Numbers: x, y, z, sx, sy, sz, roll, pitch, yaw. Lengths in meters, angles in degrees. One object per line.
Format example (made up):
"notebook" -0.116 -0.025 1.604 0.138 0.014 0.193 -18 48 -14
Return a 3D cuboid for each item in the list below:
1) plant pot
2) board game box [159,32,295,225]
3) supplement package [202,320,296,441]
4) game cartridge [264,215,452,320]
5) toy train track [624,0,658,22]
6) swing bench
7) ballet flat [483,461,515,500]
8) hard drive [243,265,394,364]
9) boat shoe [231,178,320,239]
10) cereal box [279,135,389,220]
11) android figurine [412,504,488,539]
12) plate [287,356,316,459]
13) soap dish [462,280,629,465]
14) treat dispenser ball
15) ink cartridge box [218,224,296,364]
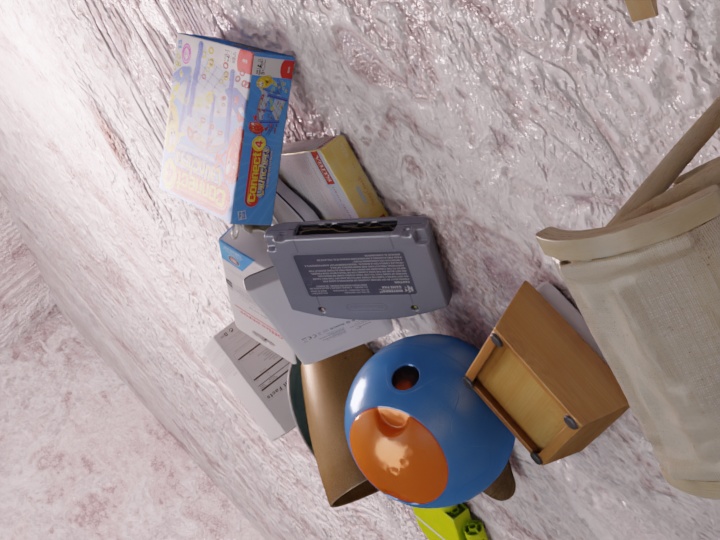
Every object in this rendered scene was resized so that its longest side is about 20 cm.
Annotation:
"plant pot" 0.000 0.202 1.765 0.200 0.186 0.186 63 164 17
"board game box" -0.163 -0.171 1.485 0.200 0.056 0.196 25 110 53
"supplement package" -0.151 0.166 2.089 0.200 0.120 0.121 53 159 1
"game cartridge" 0.000 0.000 1.441 0.200 0.041 0.133 -1 128 22
"toy train track" 0.196 -0.222 0.777 0.200 0.033 0.115 0 118 59
"swing bench" 0.251 0.012 0.788 0.199 0.200 0.130 59 160 -16
"ballet flat" 0.139 0.203 1.597 0.200 0.068 0.072 54 142 9
"hard drive" -0.049 0.045 1.583 0.200 0.132 0.026 58 -167 -53
"boat shoe" -0.133 -0.075 1.568 0.202 0.086 0.075 43 161 34
"cereal box" -0.039 -0.090 1.518 0.144 0.040 0.200 59 159 -16
"android figurine" 0.130 0.382 1.936 0.182 0.041 0.200 32 151 46
"plate" -0.054 0.201 1.854 0.026 0.200 0.200 -20 111 30
"soap dish" 0.188 0.112 1.283 0.157 0.081 0.200 49 161 13
"treat dispenser ball" 0.081 0.174 1.452 0.201 0.201 0.201 45 159 22
"ink cartridge box" -0.115 0.025 1.663 0.116 0.068 0.200 31 150 22
